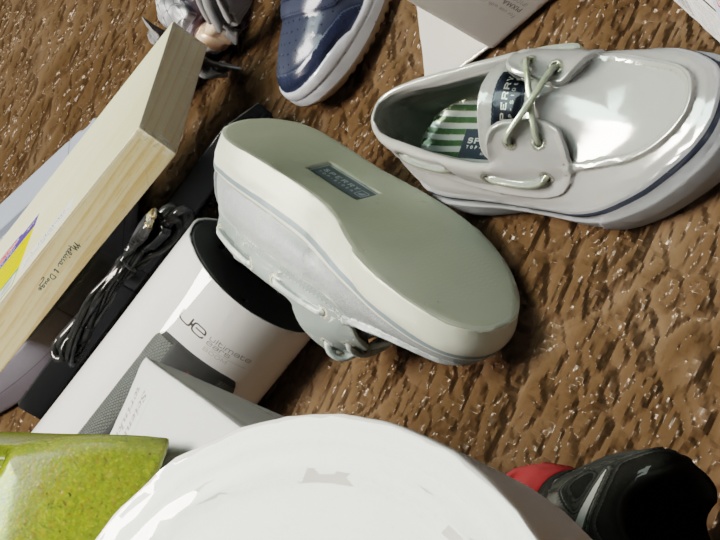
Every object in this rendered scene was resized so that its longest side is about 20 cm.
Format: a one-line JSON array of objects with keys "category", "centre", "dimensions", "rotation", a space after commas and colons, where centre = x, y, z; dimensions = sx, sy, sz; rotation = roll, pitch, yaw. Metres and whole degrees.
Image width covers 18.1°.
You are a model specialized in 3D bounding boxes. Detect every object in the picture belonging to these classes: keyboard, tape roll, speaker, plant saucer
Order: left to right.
[{"category": "plant saucer", "centre": [-0.173, 0.142, 0.918], "dimensions": [0.201, 0.048, 0.200], "rotation": [-61, 18, -15]}, {"category": "keyboard", "centre": [-0.114, 0.001, 1.176], "dimensions": [0.200, 0.021, 0.127], "rotation": [-52, -2, 22]}, {"category": "speaker", "centre": [-0.105, 0.070, 1.116], "dimensions": [0.200, 0.081, 0.081], "rotation": [-50, 34, 22]}, {"category": "tape roll", "centre": [-0.007, 0.150, 0.707], "dimensions": [0.201, 0.071, 0.204], "rotation": [-9, 69, 25]}]

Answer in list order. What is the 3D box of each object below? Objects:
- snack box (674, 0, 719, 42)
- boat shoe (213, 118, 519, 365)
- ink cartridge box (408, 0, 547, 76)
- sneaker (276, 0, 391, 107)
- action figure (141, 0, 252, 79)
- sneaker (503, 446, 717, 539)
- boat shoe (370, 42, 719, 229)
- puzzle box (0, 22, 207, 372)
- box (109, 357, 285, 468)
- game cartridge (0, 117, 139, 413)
[{"category": "snack box", "centre": [0.156, -0.097, 0.846], "dimensions": [0.024, 0.072, 0.200], "rotation": [-29, 35, -3]}, {"category": "boat shoe", "centre": [-0.001, 0.000, 1.019], "dimensions": [0.201, 0.070, 0.072], "rotation": [39, 130, 43]}, {"category": "ink cartridge box", "centre": [0.070, -0.188, 1.047], "dimensions": [0.200, 0.067, 0.117], "rotation": [-40, 38, 35]}, {"category": "sneaker", "centre": [-0.030, -0.192, 1.162], "dimensions": [0.070, 0.108, 0.201], "rotation": [1, 69, 57]}, {"category": "action figure", "centre": [-0.081, -0.187, 1.280], "dimensions": [0.130, 0.069, 0.201], "rotation": [33, 101, 50]}, {"category": "sneaker", "centre": [0.089, 0.144, 0.738], "dimensions": [0.098, 0.071, 0.201], "rotation": [-30, 47, 38]}, {"category": "boat shoe", "centre": [0.076, -0.057, 0.944], "dimensions": [0.200, 0.067, 0.074], "rotation": [-12, 59, 53]}, {"category": "puzzle box", "centre": [-0.155, -0.030, 1.216], "dimensions": [0.200, 0.025, 0.133], "rotation": [-48, 17, 26]}, {"category": "box", "centre": [-0.045, 0.164, 0.891], "dimensions": [0.200, 0.130, 0.200], "rotation": [-64, 25, 0]}, {"category": "game cartridge", "centre": [-0.196, 0.008, 1.343], "dimensions": [0.200, 0.040, 0.134], "rotation": [-37, 37, 38]}]
